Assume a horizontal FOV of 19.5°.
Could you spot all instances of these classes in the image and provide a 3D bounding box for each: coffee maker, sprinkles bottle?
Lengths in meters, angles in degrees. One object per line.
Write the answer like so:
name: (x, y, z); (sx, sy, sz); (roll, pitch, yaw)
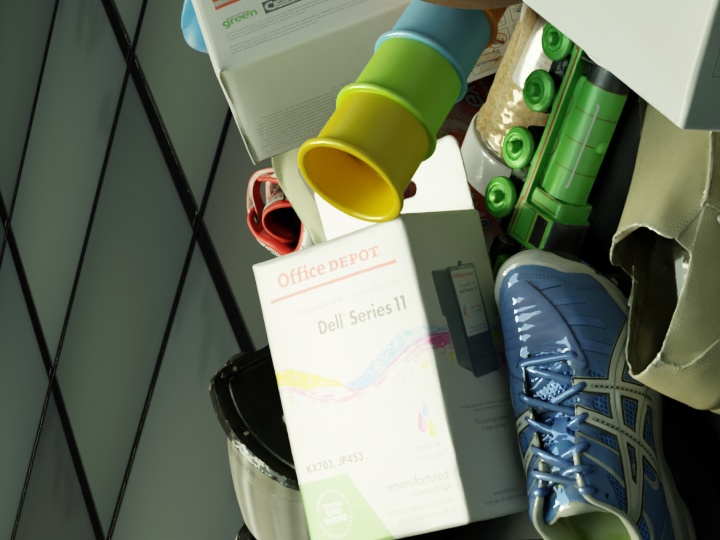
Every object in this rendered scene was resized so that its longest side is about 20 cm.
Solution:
coffee maker: (0.008, 0.133, 1.279); (0.201, 0.191, 0.135); (91, 169, -46)
sprinkles bottle: (0.116, -0.126, 1.132); (0.068, 0.068, 0.201); (-113, 34, -42)

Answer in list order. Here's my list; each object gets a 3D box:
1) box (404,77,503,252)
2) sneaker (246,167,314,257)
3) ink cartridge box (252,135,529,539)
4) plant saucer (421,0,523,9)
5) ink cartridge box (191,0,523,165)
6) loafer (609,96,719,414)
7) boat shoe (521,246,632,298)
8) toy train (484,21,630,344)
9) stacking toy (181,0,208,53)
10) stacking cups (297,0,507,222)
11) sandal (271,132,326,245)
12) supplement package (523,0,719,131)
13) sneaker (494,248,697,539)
box: (0.023, -0.085, 1.306); (0.103, 0.094, 0.201); (112, 148, -41)
sneaker: (-0.031, -0.067, 1.408); (0.202, 0.107, 0.067); (-120, 39, -50)
ink cartridge box: (0.014, 0.039, 1.098); (0.117, 0.067, 0.201); (-19, 81, 41)
plant saucer: (0.096, -0.196, 1.040); (0.200, 0.035, 0.201); (-26, 35, 20)
ink cartridge box: (-0.001, -0.181, 1.224); (0.084, 0.199, 0.176); (70, 180, -50)
loafer: (0.160, -0.029, 1.028); (0.076, 0.068, 0.201); (151, 117, -63)
boat shoe: (0.106, 0.014, 1.160); (0.200, 0.068, 0.057); (18, 102, 59)
toy train: (0.096, -0.039, 1.087); (0.056, 0.042, 0.201); (40, 119, 44)
stacking toy: (-0.084, -0.255, 1.569); (0.200, 0.109, 0.116); (-102, 22, -50)
stacking cups: (0.043, -0.115, 1.078); (0.200, 0.060, 0.060); (-56, 10, -28)
sandal: (-0.001, 0.000, 1.195); (0.201, 0.057, 0.080); (51, 137, 25)
supplement package: (0.185, -0.176, 0.877); (0.152, 0.150, 0.201); (-129, 46, -55)
sneaker: (0.116, 0.085, 1.046); (0.075, 0.077, 0.201); (-20, 92, 28)
